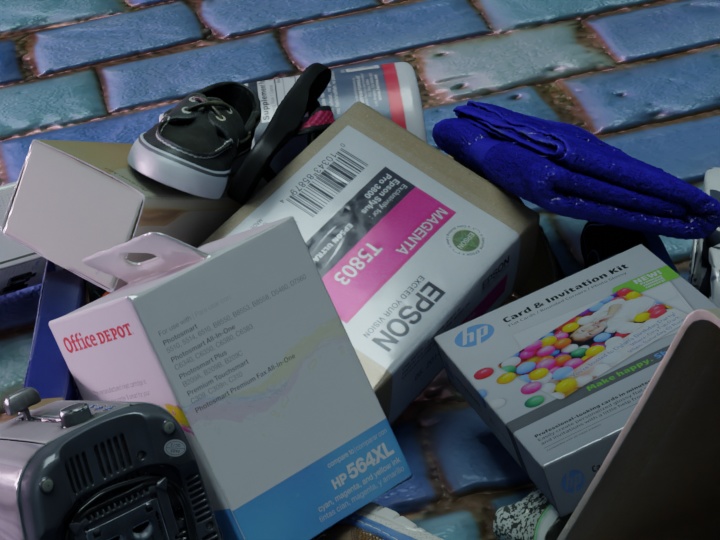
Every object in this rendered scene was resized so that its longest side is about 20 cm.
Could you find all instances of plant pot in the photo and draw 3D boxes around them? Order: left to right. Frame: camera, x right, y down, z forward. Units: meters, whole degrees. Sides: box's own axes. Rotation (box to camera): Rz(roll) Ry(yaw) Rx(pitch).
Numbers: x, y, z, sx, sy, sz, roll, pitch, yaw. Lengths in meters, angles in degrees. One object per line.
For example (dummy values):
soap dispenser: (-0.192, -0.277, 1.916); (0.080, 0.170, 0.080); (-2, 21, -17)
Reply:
plant pot: (0.249, 0.142, 1.109); (0.177, 0.200, 0.200); (-10, 47, -44)

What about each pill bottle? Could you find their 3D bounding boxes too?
pill bottle: (-0.050, -0.089, 1.647); (0.199, 0.120, 0.120); (-8, 31, -1)

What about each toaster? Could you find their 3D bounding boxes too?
toaster: (-0.150, 0.163, 1.202); (0.113, 0.201, 0.129); (-25, 18, -30)

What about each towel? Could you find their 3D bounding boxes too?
towel: (0.151, -0.075, 1.495); (0.147, 0.050, 0.200); (9, 12, -22)

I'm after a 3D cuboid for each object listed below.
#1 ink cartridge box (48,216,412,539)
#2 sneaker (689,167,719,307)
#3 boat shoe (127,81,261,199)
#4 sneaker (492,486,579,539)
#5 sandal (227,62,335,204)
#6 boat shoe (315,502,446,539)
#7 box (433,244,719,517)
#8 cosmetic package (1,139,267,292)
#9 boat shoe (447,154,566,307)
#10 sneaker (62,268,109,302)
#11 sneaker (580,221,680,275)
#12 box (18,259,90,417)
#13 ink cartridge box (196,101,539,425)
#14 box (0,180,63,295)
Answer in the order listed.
ink cartridge box: (-0.084, 0.065, 1.283); (0.125, 0.201, 0.128); (-27, 7, -31)
sneaker: (0.301, -0.007, 1.489); (0.129, 0.080, 0.199); (8, 20, 2)
boat shoe: (-0.109, -0.094, 1.450); (0.068, 0.057, 0.200); (22, 12, 2)
sneaker: (0.158, 0.121, 1.307); (0.200, 0.077, 0.088); (-27, 28, -34)
sandal: (-0.047, -0.089, 1.506); (0.045, 0.075, 0.200); (29, 25, -2)
boat shoe: (0.042, 0.196, 1.211); (0.072, 0.072, 0.200); (-35, 31, -31)
box: (0.150, 0.062, 1.309); (0.155, 0.041, 0.200); (-24, 24, -7)
cosmetic package: (-0.141, -0.039, 1.468); (0.105, 0.071, 0.200); (26, 13, 24)
boat shoe: (0.097, -0.033, 1.563); (0.071, 0.076, 0.200); (-13, 34, -16)
sneaker: (-0.159, 0.040, 1.499); (0.200, 0.070, 0.090); (21, 37, 36)
sneaker: (0.176, 0.021, 1.466); (0.078, 0.070, 0.200); (-8, 30, -12)
box: (-0.187, 0.084, 1.382); (0.032, 0.122, 0.200); (-8, 31, 1)
ink cartridge box: (0.000, 0.000, 1.444); (0.164, 0.075, 0.200); (32, 56, 19)
box: (-0.304, -0.009, 1.567); (0.199, 0.060, 0.117); (-17, -8, -18)
